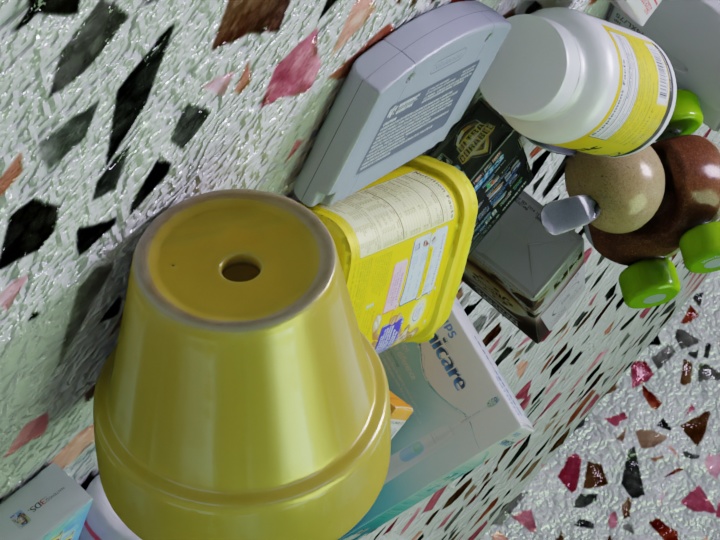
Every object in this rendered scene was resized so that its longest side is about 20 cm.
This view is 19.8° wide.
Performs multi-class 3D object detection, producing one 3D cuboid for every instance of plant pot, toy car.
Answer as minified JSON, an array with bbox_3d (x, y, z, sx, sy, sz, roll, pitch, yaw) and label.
[{"bbox_3d":[-0.078,0.059,1.341,0.201,0.200,0.190,-41,148,-34],"label":"plant pot"},{"bbox_3d":[0.222,-0.071,1.854,0.199,0.165,0.158,5,152,-40],"label":"toy car"}]

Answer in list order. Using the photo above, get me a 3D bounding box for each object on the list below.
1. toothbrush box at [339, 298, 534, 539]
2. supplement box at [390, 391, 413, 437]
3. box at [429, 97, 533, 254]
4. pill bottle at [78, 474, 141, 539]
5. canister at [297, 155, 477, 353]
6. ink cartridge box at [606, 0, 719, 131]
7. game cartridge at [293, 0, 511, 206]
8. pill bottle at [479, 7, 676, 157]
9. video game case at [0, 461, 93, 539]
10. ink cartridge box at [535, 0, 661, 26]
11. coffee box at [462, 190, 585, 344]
[{"bbox_3d":[0.027,0.126,1.783,0.199,0.147,0.085,-33,168,8],"label":"toothbrush box"},{"bbox_3d":[-0.068,0.154,1.711,0.200,0.126,0.074,-51,167,4],"label":"supplement box"},{"bbox_3d":[0.066,-0.041,1.800,0.200,0.050,0.199,-50,165,-1],"label":"box"},{"bbox_3d":[-0.186,0.258,1.587,0.109,0.108,0.201,-29,146,-56],"label":"pill bottle"},{"bbox_3d":[0.000,0.000,1.579,0.200,0.086,0.149,-23,132,-58],"label":"canister"},{"bbox_3d":[0.349,-0.266,1.922,0.200,0.147,0.146,-44,165,-27],"label":"ink cartridge box"},{"bbox_3d":[0.035,-0.129,1.511,0.200,0.041,0.134,-32,152,-52],"label":"game cartridge"},{"bbox_3d":[0.176,-0.157,1.700,0.112,0.111,0.200,-55,154,16],"label":"pill bottle"},{"bbox_3d":[-0.282,0.252,1.454,0.181,0.045,0.200,-39,161,-43],"label":"video game case"},{"bbox_3d":[0.237,-0.276,1.706,0.200,0.068,0.115,-53,166,6],"label":"ink cartridge box"},{"bbox_3d":[0.154,-0.011,2.020,0.080,0.113,0.200,-49,165,-6],"label":"coffee box"}]
